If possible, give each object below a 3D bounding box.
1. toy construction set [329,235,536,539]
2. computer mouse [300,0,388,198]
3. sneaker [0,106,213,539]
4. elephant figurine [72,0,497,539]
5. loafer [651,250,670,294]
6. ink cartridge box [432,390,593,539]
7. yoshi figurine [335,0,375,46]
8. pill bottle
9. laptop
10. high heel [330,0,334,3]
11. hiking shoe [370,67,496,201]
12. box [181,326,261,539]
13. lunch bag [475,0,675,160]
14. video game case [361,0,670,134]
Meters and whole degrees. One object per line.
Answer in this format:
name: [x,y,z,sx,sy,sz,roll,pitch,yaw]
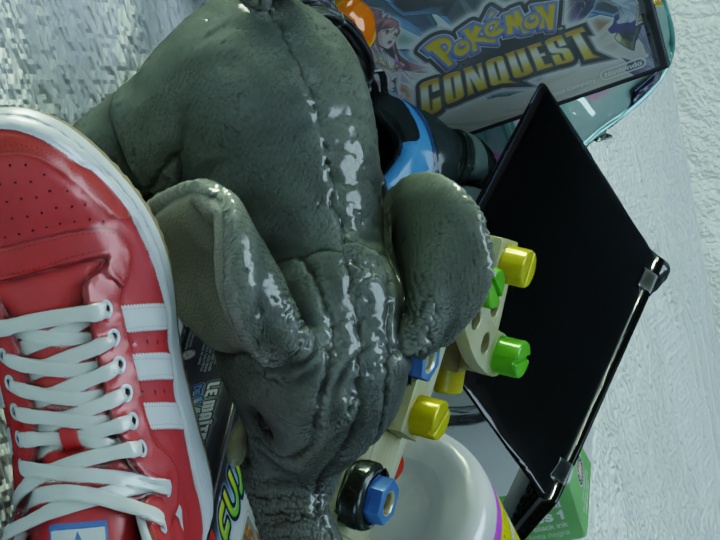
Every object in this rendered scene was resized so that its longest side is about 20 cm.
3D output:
toy construction set: [0.021,0.069,0.931,0.131,0.092,0.200,38,53,-65]
computer mouse: [-0.019,-0.052,0.925,0.034,0.059,0.200,55,-17,34]
sneaker: [-0.097,0.052,0.710,0.113,0.071,0.200,-82,160,-56]
elephant figurine: [-0.019,0.005,0.790,0.200,0.141,0.155,61,2,35]
loafer: [0.135,-0.021,1.457,0.201,0.070,0.068,40,-27,53]
ink cartridge box: [0.084,0.054,1.345,0.146,0.084,0.200,-78,154,-55]
yoshi figurine: [-0.047,-0.200,0.998,0.112,0.112,0.200,-108,175,-51]
pill bottle: [0.040,0.169,1.075,0.200,0.104,0.104,61,24,-49]
laptop: [0.078,0.043,1.162,0.187,0.116,0.200,-59,180,-39]
high heel: [-0.060,-0.033,0.978,0.143,0.071,0.200,-52,156,-32]
hiking shoe: [0.000,0.000,1.107,0.087,0.074,0.200,33,59,-27]
box: [-0.052,0.098,0.916,0.200,0.035,0.110,-79,154,-53]
lunch bag: [0.104,-0.162,1.275,0.160,0.077,0.200,-40,122,-32]
video game case: [0.048,-0.152,1.123,0.026,0.200,0.181,-103,174,-54]
